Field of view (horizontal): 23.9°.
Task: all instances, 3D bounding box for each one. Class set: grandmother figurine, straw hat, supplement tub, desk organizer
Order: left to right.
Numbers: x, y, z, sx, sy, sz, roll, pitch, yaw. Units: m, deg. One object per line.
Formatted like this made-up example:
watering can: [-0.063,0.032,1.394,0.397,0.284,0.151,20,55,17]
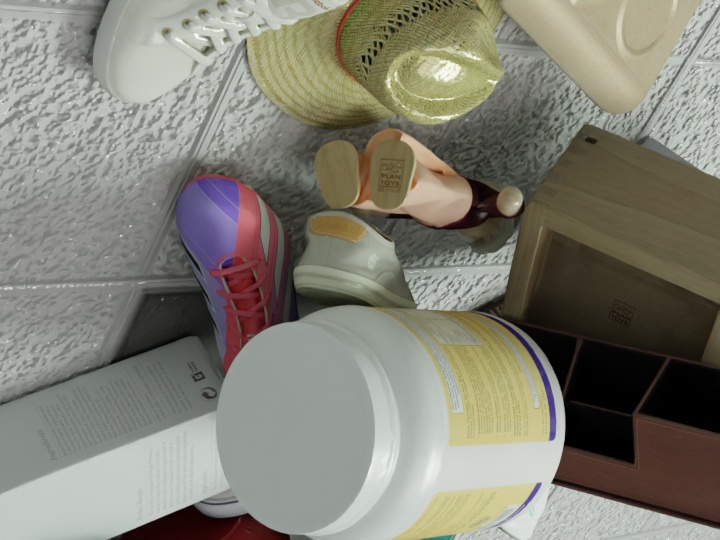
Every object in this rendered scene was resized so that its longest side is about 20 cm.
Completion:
supplement tub: [0.021,0.096,1.062,0.199,0.146,0.146,5,129,-52]
straw hat: [0.036,-0.133,1.012,0.200,0.085,0.202,-24,143,-19]
grandmother figurine: [0.055,-0.049,1.134,0.200,0.121,0.061,13,89,-62]
desk organizer: [0.165,0.098,1.128,0.072,0.199,0.077,-48,140,-43]

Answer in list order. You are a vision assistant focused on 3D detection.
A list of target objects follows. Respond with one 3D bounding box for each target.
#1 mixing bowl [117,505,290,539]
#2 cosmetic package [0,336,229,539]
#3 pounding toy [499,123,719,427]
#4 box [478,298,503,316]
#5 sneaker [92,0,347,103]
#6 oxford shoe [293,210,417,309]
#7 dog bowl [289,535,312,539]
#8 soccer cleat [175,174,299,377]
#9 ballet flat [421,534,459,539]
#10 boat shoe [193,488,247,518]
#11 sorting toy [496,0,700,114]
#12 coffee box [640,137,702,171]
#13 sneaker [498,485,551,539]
mixing bowl: [-0.118,0.235,1.252,0.199,0.200,0.109,-24,111,-18]
cosmetic package: [-0.186,0.128,1.138,0.199,0.074,0.102,-18,141,-23]
pounding toy: [0.185,0.011,1.198,0.142,0.183,0.201,-50,158,-41]
box: [0.099,0.088,1.346,0.199,0.075,0.100,-24,144,-16]
sneaker: [-0.061,-0.152,0.905,0.200,0.085,0.073,-44,147,14]
oxford shoe: [0.000,0.000,1.129,0.200,0.075,0.058,43,55,-77]
dog bowl: [0.011,0.231,1.253,0.058,0.201,0.200,-28,147,8]
soccer cleat: [-0.070,0.029,1.083,0.066,0.077,0.201,-9,130,5]
ballet flat: [0.081,0.172,1.415,0.200,0.069,0.070,-52,153,-24]
boat shoe: [-0.045,0.095,1.223,0.201,0.075,0.086,-32,147,-11]
sorting toy: [0.175,-0.214,1.057,0.201,0.036,0.185,-56,144,1]
coffee box: [0.259,0.010,1.269,0.080,0.200,0.115,-34,151,-35]
sneaker: [0.094,0.146,1.299,0.080,0.070,0.200,-56,147,1]
